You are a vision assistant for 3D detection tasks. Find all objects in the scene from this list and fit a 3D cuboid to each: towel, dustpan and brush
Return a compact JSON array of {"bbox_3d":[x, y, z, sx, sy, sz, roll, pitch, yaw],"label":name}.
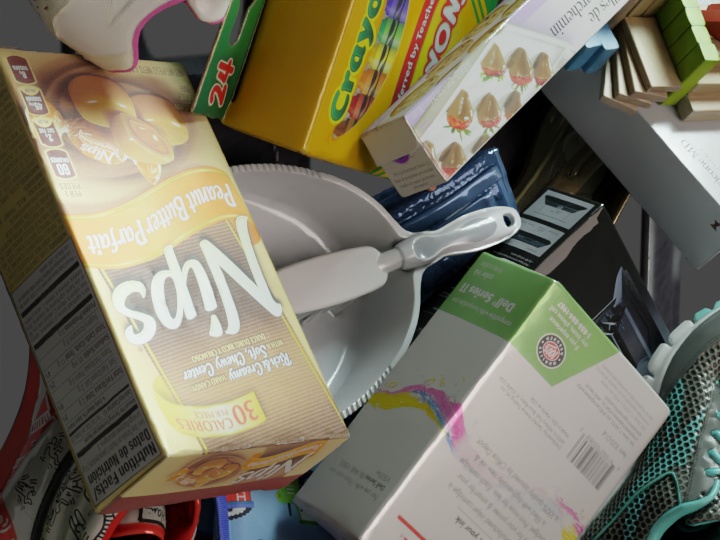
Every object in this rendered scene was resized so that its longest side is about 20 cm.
[{"bbox_3d":[0.059,0.038,1.170,0.111,0.049,0.201,-31,120,-13],"label":"towel"},{"bbox_3d":[0.000,0.000,1.065,0.199,0.057,0.141,-17,84,-42],"label":"dustpan and brush"}]

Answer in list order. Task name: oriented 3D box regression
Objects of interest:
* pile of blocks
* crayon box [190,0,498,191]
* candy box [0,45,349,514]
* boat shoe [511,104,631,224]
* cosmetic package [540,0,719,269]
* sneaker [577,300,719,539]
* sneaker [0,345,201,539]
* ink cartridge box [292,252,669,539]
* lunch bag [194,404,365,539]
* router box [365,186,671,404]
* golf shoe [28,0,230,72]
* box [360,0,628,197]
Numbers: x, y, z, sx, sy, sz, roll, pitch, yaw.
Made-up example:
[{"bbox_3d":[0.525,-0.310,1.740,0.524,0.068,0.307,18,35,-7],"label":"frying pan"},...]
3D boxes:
[{"bbox_3d":[0.142,-0.142,1.145,0.198,0.062,0.083,19,54,-17],"label":"pile of blocks"},{"bbox_3d":[0.000,-0.114,1.027,0.200,0.050,0.128,8,102,-65],"label":"crayon box"},{"bbox_3d":[-0.095,0.001,0.919,0.115,0.055,0.201,-2,59,-49],"label":"candy box"},{"bbox_3d":[0.119,-0.018,1.244,0.073,0.063,0.202,46,66,-45],"label":"boat shoe"},{"bbox_3d":[0.181,-0.119,1.225,0.200,0.052,0.150,50,48,6],"label":"cosmetic package"},{"bbox_3d":[0.179,0.109,1.111,0.077,0.091,0.201,36,82,-35],"label":"sneaker"},{"bbox_3d":[-0.107,0.062,0.959,0.067,0.107,0.203,31,73,-48],"label":"sneaker"},{"bbox_3d":[0.049,0.107,1.042,0.200,0.067,0.117,-51,124,-10],"label":"ink cartridge box"},{"bbox_3d":[-0.040,0.124,1.080,0.150,0.093,0.202,14,75,-48],"label":"lunch bag"},{"bbox_3d":[0.104,0.082,1.143,0.157,0.052,0.201,-41,121,-18],"label":"router box"},{"bbox_3d":[-0.062,-0.166,0.920,0.199,0.075,0.092,-34,106,5],"label":"golf shoe"},{"bbox_3d":[0.077,-0.110,1.047,0.200,0.041,0.039,-45,107,-33],"label":"box"}]
